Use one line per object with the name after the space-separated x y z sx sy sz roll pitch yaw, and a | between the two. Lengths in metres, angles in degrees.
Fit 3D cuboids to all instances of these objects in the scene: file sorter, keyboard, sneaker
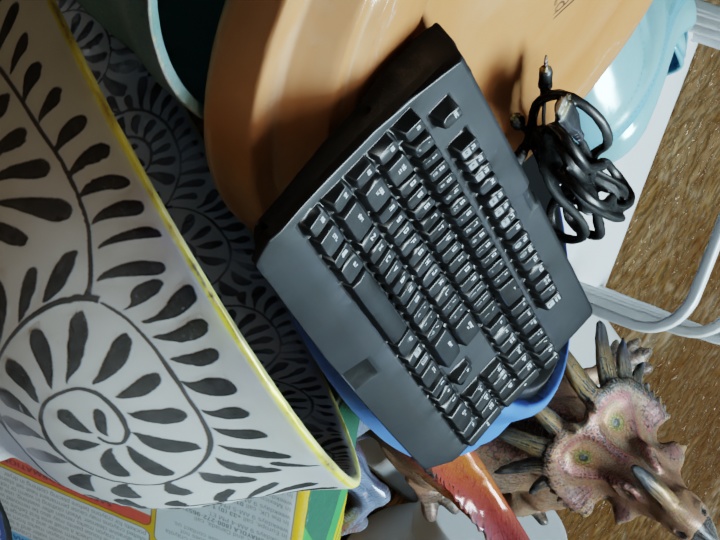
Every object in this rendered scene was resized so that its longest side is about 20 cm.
0.132 -0.042 1.125 0.200 0.124 0.139 13 98 -64 | file sorter
0.038 -0.002 0.730 0.104 0.040 0.200 -52 157 -6 | keyboard
0.088 -0.112 0.966 0.082 0.074 0.200 61 35 -31 | sneaker

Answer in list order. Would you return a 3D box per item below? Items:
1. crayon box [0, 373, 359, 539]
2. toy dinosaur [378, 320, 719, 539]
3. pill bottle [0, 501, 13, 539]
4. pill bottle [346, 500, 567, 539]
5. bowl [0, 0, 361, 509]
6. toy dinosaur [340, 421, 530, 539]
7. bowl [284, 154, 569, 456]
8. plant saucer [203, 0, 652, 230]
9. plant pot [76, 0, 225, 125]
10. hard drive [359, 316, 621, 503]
-0.072 0.084 0.928 0.200 0.126 0.052 99 17 -46 | crayon box
0.051 0.063 1.106 0.136 0.200 0.086 28 66 -79 | toy dinosaur
-0.164 0.079 0.775 0.112 0.112 0.200 -49 155 -13 | pill bottle
0.023 0.184 1.246 0.111 0.111 0.200 -23 147 -51 | pill bottle
-0.088 -0.005 0.761 0.094 0.201 0.201 -29 155 2 | bowl
0.000 0.000 0.937 0.105 0.200 0.182 -67 172 -49 | toy dinosaur
0.015 -0.040 0.877 0.039 0.201 0.201 -18 167 21 | bowl
0.038 -0.086 0.705 0.200 0.032 0.200 -43 156 -24 | plant saucer
-0.031 -0.154 0.686 0.200 0.134 0.200 -43 155 -26 | plant pot
0.066 0.061 1.290 0.132 0.026 0.200 -53 157 -5 | hard drive
